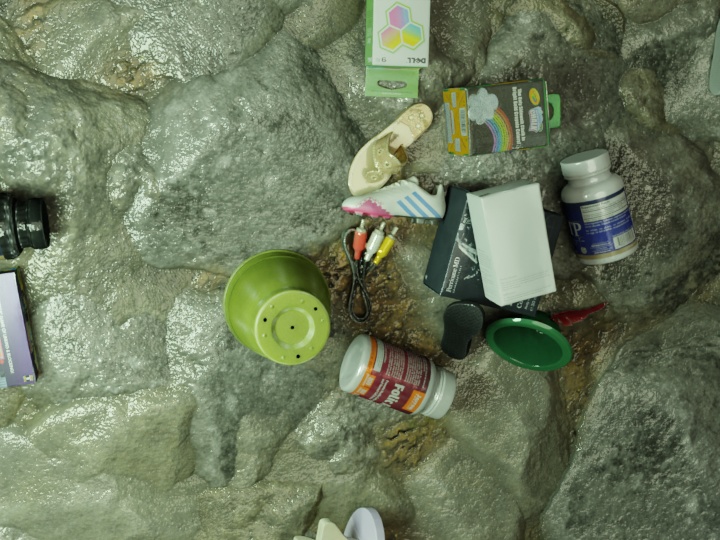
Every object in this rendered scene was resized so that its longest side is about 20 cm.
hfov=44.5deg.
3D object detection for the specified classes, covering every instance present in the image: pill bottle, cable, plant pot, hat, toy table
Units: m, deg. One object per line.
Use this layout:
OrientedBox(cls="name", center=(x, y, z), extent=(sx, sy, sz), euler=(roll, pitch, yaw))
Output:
OrientedBox(cls="pill bottle", center=(0.450, -0.123, 1.678), extent=(0.120, 0.120, 0.200), euler=(-20, 104, -9))
OrientedBox(cls="cable", center=(0.000, 0.000, 1.631), extent=(0.097, 0.050, 0.200), euler=(13, 97, -12))
OrientedBox(cls="plant pot", center=(-0.133, 0.077, 1.541), extent=(0.200, 0.193, 0.201), euler=(-2, 101, -13))
OrientedBox(cls="hat", center=(0.355, 0.086, 1.736), extent=(0.200, 0.166, 0.176), euler=(45, 51, -32))
OrientedBox(cls="pill bottle", center=(0.071, 0.204, 1.655), extent=(0.200, 0.114, 0.114), euler=(22, 95, -16))
OrientedBox(cls="pill bottle", center=(-0.619, -0.069, 1.438), extent=(0.200, 0.112, 0.112), euler=(-6, 102, -12))
OrientedBox(cls="toy table", center=(-0.039, 0.553, 1.679), extent=(0.117, 0.184, 0.200), euler=(4, 92, -31))

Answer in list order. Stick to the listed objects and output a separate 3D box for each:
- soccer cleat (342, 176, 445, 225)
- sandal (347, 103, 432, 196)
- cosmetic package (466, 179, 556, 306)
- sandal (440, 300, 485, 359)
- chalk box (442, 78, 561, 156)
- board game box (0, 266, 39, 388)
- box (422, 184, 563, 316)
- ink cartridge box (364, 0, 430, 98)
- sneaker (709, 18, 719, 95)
OrientedBox(cls="soccer cleat", center=(0.063, -0.133, 1.616), extent=(0.200, 0.070, 0.086), euler=(4, 93, -20))
OrientedBox(cls="sandal", center=(0.057, -0.218, 1.591), extent=(0.078, 0.070, 0.212), euler=(41, 90, -17))
OrientedBox(cls="cosmetic package", center=(0.265, -0.050, 1.544), extent=(0.113, 0.081, 0.200), euler=(-13, 102, -11))
OrientedBox(cls="sandal", center=(0.191, 0.102, 1.647), extent=(0.075, 0.200, 0.045), euler=(30, 61, 12))
OrientedBox(cls="chalk box", center=(0.267, -0.281, 1.603), extent=(0.200, 0.124, 0.125), euler=(-8, 102, -13))
OrientedBox(cls="board game box", center=(-0.651, 0.105, 1.494), extent=(0.165, 0.057, 0.200), euler=(-9, 103, -10))
OrientedBox(cls="box", center=(0.246, -0.038, 1.647), extent=(0.196, 0.124, 0.200), euler=(12, 98, -13))
OrientedBox(cls="ink cartridge box", center=(0.065, -0.409, 1.561), extent=(0.104, 0.059, 0.200), euler=(-1, 101, -13))
OrientedBox(cls="sneaker", center=(0.753, -0.440, 1.718), extent=(0.099, 0.071, 0.200), euler=(2, 106, -16))
